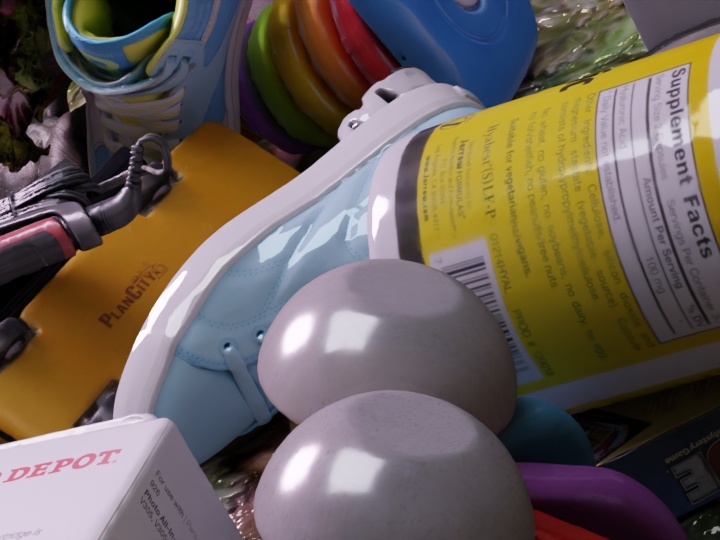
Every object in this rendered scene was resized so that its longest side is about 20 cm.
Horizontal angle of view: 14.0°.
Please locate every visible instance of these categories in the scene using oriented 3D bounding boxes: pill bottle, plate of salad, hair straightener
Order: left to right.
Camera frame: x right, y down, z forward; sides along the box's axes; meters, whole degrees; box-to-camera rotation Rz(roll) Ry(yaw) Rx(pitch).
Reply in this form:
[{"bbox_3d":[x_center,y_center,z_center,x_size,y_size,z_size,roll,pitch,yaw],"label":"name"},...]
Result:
[{"bbox_3d":[-0.160,-0.016,1.204,0.199,0.041,0.077,-26,22,22],"label":"hair straightener"},{"bbox_3d":[-0.143,-0.127,1.357,0.048,0.201,0.200,20,37,2],"label":"plate of salad"},{"bbox_3d":[0.112,-0.019,1.000,0.199,0.112,0.112,-16,28,25],"label":"pill bottle"}]

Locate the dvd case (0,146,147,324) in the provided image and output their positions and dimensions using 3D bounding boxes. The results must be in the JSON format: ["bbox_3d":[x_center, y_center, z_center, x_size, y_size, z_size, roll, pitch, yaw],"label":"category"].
[{"bbox_3d":[-0.166,0.048,1.265,0.200,0.018,0.143,-49,-9,-36],"label":"dvd case"}]

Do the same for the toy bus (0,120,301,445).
[{"bbox_3d":[-0.095,0.020,1.257,0.200,0.065,0.078,-50,-11,-37],"label":"toy bus"}]

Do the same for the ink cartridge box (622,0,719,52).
[{"bbox_3d":[0.209,-0.165,1.206,0.199,0.145,0.146,-14,29,30],"label":"ink cartridge box"}]

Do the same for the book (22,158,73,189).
[{"bbox_3d":[-0.214,0.026,1.351,0.134,0.048,0.200,-47,11,-37],"label":"book"}]

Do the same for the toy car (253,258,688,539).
[{"bbox_3d":[0.034,0.105,0.915,0.149,0.176,0.200,6,27,-5],"label":"toy car"}]

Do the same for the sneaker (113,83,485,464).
[{"bbox_3d":[-0.007,0.011,1.130,0.200,0.074,0.082,-46,46,-10],"label":"sneaker"}]

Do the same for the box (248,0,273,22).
[{"bbox_3d":[-0.058,-0.200,1.492,0.094,0.201,0.103,-12,31,29],"label":"box"}]

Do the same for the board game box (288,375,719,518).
[{"bbox_3d":[0.073,0.056,1.074,0.199,0.035,0.136,-26,25,7],"label":"board game box"}]

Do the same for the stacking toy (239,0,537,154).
[{"bbox_3d":[-0.022,-0.094,1.404,0.200,0.116,0.110,-29,21,37],"label":"stacking toy"}]

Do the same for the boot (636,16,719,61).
[{"bbox_3d":[0.162,-0.061,1.114,0.199,0.068,0.131,-14,9,27],"label":"boot"}]

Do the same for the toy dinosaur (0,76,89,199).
[{"bbox_3d":[-0.151,-0.052,1.476,0.199,0.103,0.077,2,-2,30],"label":"toy dinosaur"}]

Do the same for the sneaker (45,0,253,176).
[{"bbox_3d":[-0.104,-0.081,1.323,0.079,0.201,0.131,14,22,14],"label":"sneaker"}]

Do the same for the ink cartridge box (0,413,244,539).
[{"bbox_3d":[-0.142,0.154,1.065,0.145,0.084,0.200,-12,30,33],"label":"ink cartridge box"}]

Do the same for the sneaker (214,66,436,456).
[{"bbox_3d":[0.000,0.000,1.216,0.090,0.067,0.200,19,61,39],"label":"sneaker"}]
